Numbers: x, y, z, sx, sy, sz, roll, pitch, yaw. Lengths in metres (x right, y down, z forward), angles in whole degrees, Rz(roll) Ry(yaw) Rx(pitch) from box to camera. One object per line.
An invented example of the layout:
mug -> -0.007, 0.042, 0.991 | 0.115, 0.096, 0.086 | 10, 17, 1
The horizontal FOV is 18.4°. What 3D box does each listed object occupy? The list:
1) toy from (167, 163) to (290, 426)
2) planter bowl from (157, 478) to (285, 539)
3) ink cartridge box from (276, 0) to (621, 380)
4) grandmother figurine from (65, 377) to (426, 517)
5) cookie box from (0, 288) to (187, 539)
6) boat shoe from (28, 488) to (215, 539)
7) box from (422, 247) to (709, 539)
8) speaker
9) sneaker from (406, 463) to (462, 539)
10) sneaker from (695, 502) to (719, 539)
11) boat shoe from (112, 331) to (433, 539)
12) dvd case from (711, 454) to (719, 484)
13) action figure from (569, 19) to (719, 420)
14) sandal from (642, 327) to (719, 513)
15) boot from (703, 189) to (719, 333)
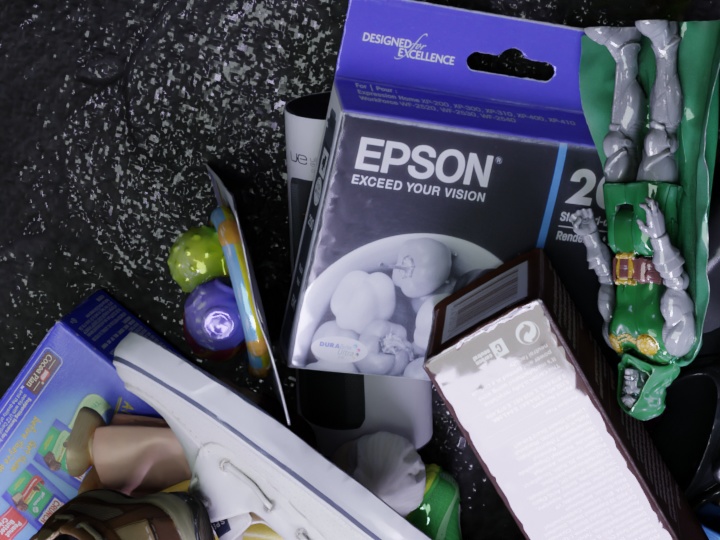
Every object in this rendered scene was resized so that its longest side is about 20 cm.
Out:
toy -> -0.078, 0.012, 1.214 | 0.047, 0.200, 0.116 | -15, 101, -2
planter bowl -> -0.052, 0.212, 1.224 | 0.199, 0.084, 0.201 | 10, 132, 11
ink cartridge box -> 0.069, -0.036, 1.190 | 0.197, 0.043, 0.201 | 6, 108, -18
grandmother figurine -> -0.061, 0.110, 1.235 | 0.199, 0.061, 0.122 | 3, 133, 14
cookie box -> -0.135, 0.142, 1.337 | 0.200, 0.075, 0.171 | 39, 113, 2
boat shoe -> -0.147, 0.157, 1.179 | 0.200, 0.074, 0.076 | -25, 82, 57
box -> 0.111, 0.099, 1.147 | 0.075, 0.100, 0.201 | -30, 101, 12
speaker -> 0.000, 0.000, 1.253 | 0.081, 0.081, 0.201 | 3, 108, 15
sneaker -> 0.053, 0.201, 1.307 | 0.083, 0.074, 0.201 | 6, 118, 16
sneaker -> 0.194, 0.199, 1.262 | 0.105, 0.076, 0.201 | -32, 95, 22
boat shoe -> -0.058, 0.110, 1.153 | 0.200, 0.071, 0.070 | 36, 85, 9
dvd case -> 0.301, 0.081, 1.162 | 0.142, 0.018, 0.200 | 39, 110, -4
action figure -> 0.144, -0.025, 1.125 | 0.118, 0.054, 0.202 | -1, 91, 60
sandal -> 0.174, 0.098, 1.218 | 0.075, 0.048, 0.201 | 42, 93, 22
boot -> 0.213, -0.053, 1.135 | 0.200, 0.165, 0.066 | -45, 69, 23
